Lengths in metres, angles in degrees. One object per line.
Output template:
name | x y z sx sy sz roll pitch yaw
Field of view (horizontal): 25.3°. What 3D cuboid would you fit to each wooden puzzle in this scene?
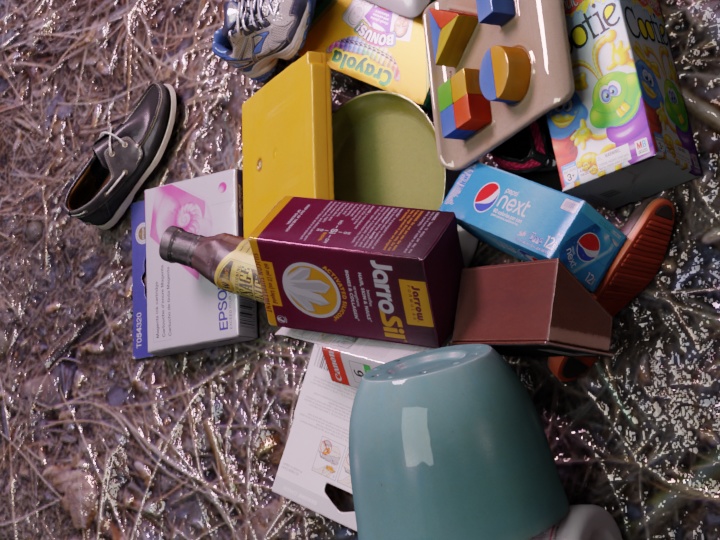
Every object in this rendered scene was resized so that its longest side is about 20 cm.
wooden puzzle | 0.120 -0.215 1.557 0.200 0.046 0.187 -28 62 54

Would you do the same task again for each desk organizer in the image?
desk organizer | 0.160 0.037 1.499 0.200 0.071 0.078 173 106 -68

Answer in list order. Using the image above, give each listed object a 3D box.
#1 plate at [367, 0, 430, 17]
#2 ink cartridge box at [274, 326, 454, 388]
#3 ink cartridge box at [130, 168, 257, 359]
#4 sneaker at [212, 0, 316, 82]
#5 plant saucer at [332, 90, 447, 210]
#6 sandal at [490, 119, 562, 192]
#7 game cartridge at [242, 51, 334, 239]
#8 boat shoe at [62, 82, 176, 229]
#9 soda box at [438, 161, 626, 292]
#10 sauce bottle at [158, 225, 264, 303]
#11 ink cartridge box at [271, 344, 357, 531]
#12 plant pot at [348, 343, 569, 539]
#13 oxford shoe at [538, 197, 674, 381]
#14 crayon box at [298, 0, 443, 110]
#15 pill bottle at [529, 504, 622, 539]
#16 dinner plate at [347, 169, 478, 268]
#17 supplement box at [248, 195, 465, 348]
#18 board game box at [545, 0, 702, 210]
plate | 0.039 -0.381 1.725 0.199 0.032 0.201 29 78 36
ink cartridge box | 0.021 0.072 1.653 0.199 0.109 0.051 12 133 38
ink cartridge box | -0.208 -0.005 1.881 0.199 0.043 0.198 -11 76 33
sneaker | -0.110 -0.271 1.774 0.200 0.085 0.078 -37 38 58
plant saucer | 0.020 -0.087 1.695 0.199 0.031 0.202 -5 82 40
sandal | 0.157 -0.134 1.627 0.200 0.045 0.075 45 108 33
game cartridge | -0.080 -0.127 1.758 0.200 0.032 0.178 -23 65 60
boat shoe | -0.289 -0.142 1.948 0.201 0.067 0.072 -56 45 12
soda box | 0.162 -0.047 1.547 0.064 0.068 0.200 -57 32 -2
sauce bottle | -0.128 -0.003 1.773 0.198 0.066 0.067 15 91 21
ink cartridge box | 0.013 0.181 1.680 0.199 0.043 0.175 19 94 37
plant pot | 0.079 0.160 1.479 0.199 0.200 0.163 -9 97 35
oxford shoe | 0.225 0.006 1.537 0.073 0.071 0.201 45 109 38
crayon box | 0.033 -0.255 1.733 0.199 0.058 0.120 26 97 37
pill bottle | 0.142 0.282 1.522 0.199 0.112 0.113 -9 77 36
dinner plate | 0.041 -0.053 1.714 0.199 0.024 0.202 -8 76 37
supplement box | 0.000 0.000 1.609 0.198 0.086 0.111 7 127 27
board game box | 0.240 -0.176 1.535 0.102 0.105 0.202 -22 70 32
